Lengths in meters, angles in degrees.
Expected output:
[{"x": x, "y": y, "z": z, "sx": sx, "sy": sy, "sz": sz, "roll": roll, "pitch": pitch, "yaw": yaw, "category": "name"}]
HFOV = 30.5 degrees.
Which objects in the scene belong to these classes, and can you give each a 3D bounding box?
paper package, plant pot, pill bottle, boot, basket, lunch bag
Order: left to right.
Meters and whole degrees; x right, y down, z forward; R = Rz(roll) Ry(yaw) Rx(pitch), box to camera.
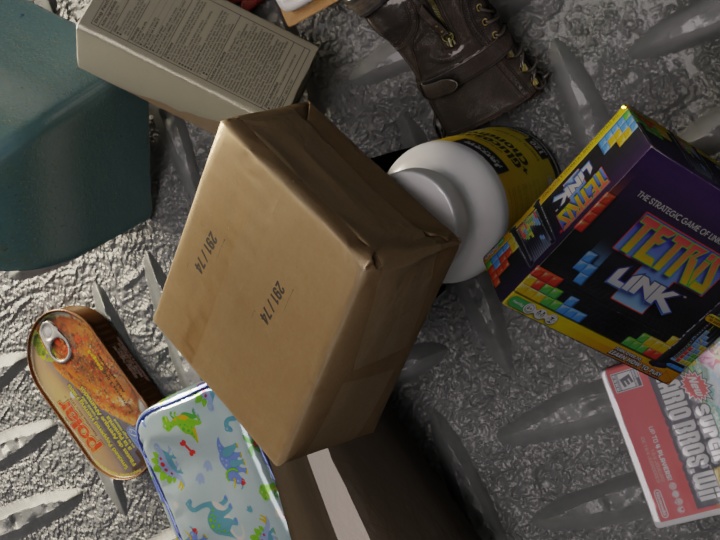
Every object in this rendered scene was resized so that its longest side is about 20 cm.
[{"x": -0.338, "y": -0.113, "z": 1.262, "sx": 0.194, "sy": 0.200, "sz": 0.198, "roll": 27, "pitch": 136, "yaw": 22, "category": "plant pot"}, {"x": -0.129, "y": 0.205, "z": 1.313, "sx": 0.159, "sy": 0.082, "sz": 0.203, "roll": -25, "pitch": 88, "yaw": 30, "category": "lunch bag"}, {"x": -0.046, "y": 0.008, "z": 0.990, "sx": 0.191, "sy": 0.103, "sz": 0.202, "roll": 45, "pitch": 129, "yaw": 30, "category": "paper package"}, {"x": -0.004, "y": 0.207, "z": 1.215, "sx": 0.179, "sy": 0.136, "sz": 0.202, "roll": -28, "pitch": 81, "yaw": 6, "category": "basket"}, {"x": 0.082, "y": -0.053, "z": 1.071, "sx": 0.110, "sy": 0.199, "sz": 0.114, "roll": 6, "pitch": 104, "yaw": 27, "category": "pill bottle"}, {"x": 0.100, "y": -0.213, "z": 1.082, "sx": 0.199, "sy": 0.070, "sz": 0.174, "roll": -32, "pitch": 119, "yaw": 28, "category": "boot"}]

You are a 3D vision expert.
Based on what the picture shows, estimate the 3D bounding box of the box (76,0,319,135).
[{"x": -0.147, "y": -0.191, "z": 1.183, "sx": 0.198, "sy": 0.096, "sz": 0.078, "roll": 27, "pitch": 158, "yaw": -1, "category": "box"}]

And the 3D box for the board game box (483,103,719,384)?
[{"x": 0.220, "y": -0.012, "z": 1.009, "sx": 0.166, "sy": 0.198, "sz": 0.057, "roll": -48, "pitch": 37, "yaw": 26, "category": "board game box"}]

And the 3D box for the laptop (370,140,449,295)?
[{"x": 0.000, "y": 0.000, "z": 1.142, "sx": 0.102, "sy": 0.177, "sz": 0.204, "roll": -1, "pitch": 101, "yaw": 28, "category": "laptop"}]

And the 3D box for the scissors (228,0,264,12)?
[{"x": -0.122, "y": -0.250, "z": 1.255, "sx": 0.199, "sy": 0.014, "sz": 0.074, "roll": -38, "pitch": 83, "yaw": 31, "category": "scissors"}]

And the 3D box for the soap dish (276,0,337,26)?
[{"x": -0.031, "y": -0.337, "z": 1.144, "sx": 0.156, "sy": 0.081, "sz": 0.203, "roll": -23, "pitch": 89, "yaw": 31, "category": "soap dish"}]

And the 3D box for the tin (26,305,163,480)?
[{"x": -0.279, "y": 0.129, "z": 1.407, "sx": 0.112, "sy": 0.042, "sz": 0.201, "roll": -42, "pitch": 79, "yaw": 25, "category": "tin"}]

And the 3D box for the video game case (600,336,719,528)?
[{"x": 0.311, "y": 0.122, "z": 1.086, "sx": 0.198, "sy": 0.017, "sz": 0.145, "roll": -21, "pitch": 89, "yaw": 31, "category": "video game case"}]
